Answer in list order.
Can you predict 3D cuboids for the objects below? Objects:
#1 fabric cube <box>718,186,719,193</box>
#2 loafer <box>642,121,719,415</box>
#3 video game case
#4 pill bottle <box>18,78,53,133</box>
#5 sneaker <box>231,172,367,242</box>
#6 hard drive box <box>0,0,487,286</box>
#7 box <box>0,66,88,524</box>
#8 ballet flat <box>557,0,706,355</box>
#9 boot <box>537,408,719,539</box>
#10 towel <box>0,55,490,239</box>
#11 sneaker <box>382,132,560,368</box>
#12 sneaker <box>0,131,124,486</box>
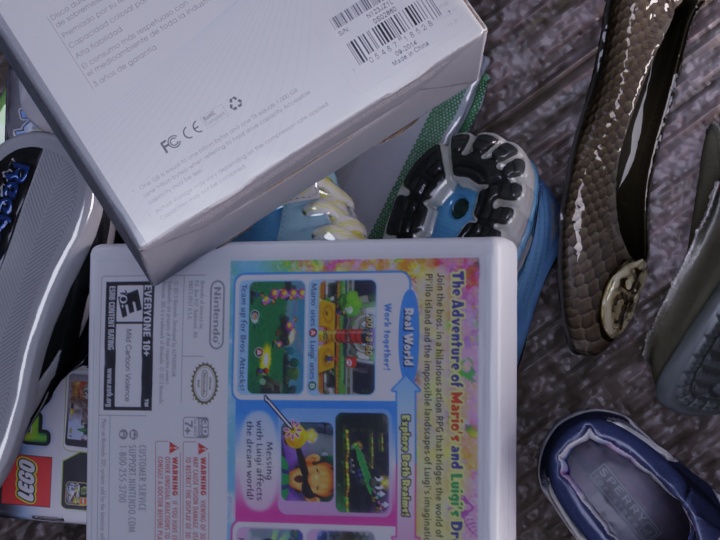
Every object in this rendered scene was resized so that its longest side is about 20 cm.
[{"bbox_3d":[0.273,0.062,1.120,0.199,0.200,0.197,-16,121,4],"label":"fabric cube"},{"bbox_3d":[0.181,-0.029,1.232,0.070,0.075,0.200,38,101,46],"label":"loafer"},{"bbox_3d":[-0.025,0.089,1.095,0.182,0.024,0.201,-1,87,27],"label":"video game case"},{"bbox_3d":[-0.107,-0.160,1.196,0.111,0.111,0.201,-7,65,4],"label":"pill bottle"},{"bbox_3d":[0.000,0.000,1.157,0.130,0.079,0.201,-9,76,36],"label":"sneaker"},{"bbox_3d":[-0.070,-0.122,1.086,0.156,0.077,0.200,-32,81,-6],"label":"hard drive box"},{"bbox_3d":[-0.103,0.012,1.245,0.110,0.035,0.201,5,97,10],"label":"box"},{"bbox_3d":[0.121,-0.061,1.233,0.046,0.067,0.201,8,84,17],"label":"ballet flat"},{"bbox_3d":[0.151,0.141,1.213,0.200,0.090,0.073,43,92,4],"label":"boot"},{"bbox_3d":[-0.059,-0.066,1.263,0.200,0.031,0.150,24,90,4],"label":"towel"},{"bbox_3d":[0.034,0.045,1.221,0.078,0.090,0.200,31,90,40],"label":"sneaker"},{"bbox_3d":[-0.146,0.048,1.177,0.073,0.112,0.200,26,86,17],"label":"sneaker"}]
